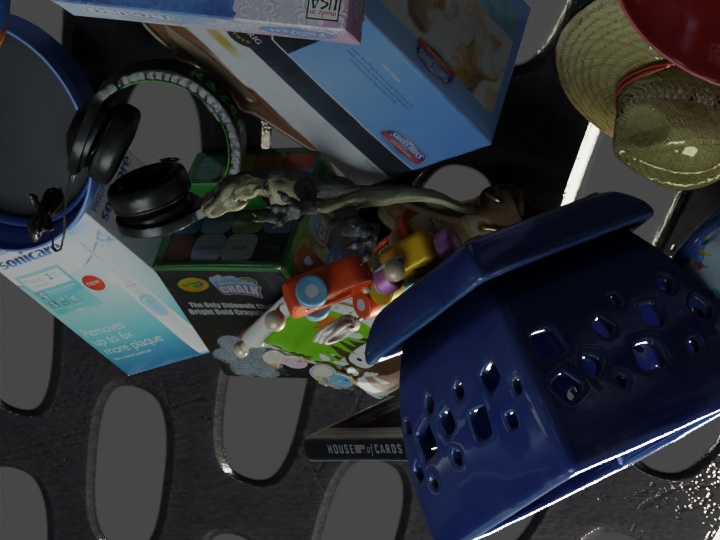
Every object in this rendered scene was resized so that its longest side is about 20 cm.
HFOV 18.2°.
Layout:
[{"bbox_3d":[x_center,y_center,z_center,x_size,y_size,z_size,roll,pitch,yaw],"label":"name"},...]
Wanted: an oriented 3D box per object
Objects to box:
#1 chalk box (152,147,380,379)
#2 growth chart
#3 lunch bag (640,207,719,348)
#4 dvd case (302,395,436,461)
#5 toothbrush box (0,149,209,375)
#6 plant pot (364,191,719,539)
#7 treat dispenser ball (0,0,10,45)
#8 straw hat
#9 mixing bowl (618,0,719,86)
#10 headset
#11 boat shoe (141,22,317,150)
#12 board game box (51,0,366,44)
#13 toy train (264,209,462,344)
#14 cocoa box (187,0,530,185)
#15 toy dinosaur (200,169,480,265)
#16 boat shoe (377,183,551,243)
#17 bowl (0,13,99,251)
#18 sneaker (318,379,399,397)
[{"bbox_3d":[-0.079,-0.019,1.823,0.124,0.125,0.200,1,142,25],"label":"chalk box"},{"bbox_3d":[0.010,0.059,1.781,0.199,0.018,0.145,16,142,-17],"label":"growth chart"},{"bbox_3d":[0.292,0.007,1.662,0.083,0.160,0.200,50,156,21],"label":"lunch bag"},{"bbox_3d":[0.071,0.118,1.891,0.150,0.199,0.025,-6,103,47],"label":"dvd case"},{"bbox_3d":[-0.206,-0.010,1.928,0.146,0.086,0.200,-15,133,39],"label":"toothbrush box"},{"bbox_3d":[0.132,0.064,1.589,0.181,0.199,0.200,63,145,9],"label":"plant pot"},{"bbox_3d":[-0.351,-0.200,1.611,0.199,0.202,0.201,12,147,8],"label":"treat dispenser ball"},{"bbox_3d":[0.227,-0.105,1.586,0.199,0.086,0.202,12,147,8],"label":"straw hat"},{"bbox_3d":[0.263,-0.211,1.394,0.198,0.109,0.201,12,146,8],"label":"mixing bowl"},{"bbox_3d":[-0.174,-0.082,1.689,0.199,0.094,0.124,-33,107,21],"label":"headset"},{"bbox_3d":[-0.090,-0.162,1.671,0.200,0.076,0.072,45,143,-21],"label":"boat shoe"},{"bbox_3d":[-0.083,-0.253,1.417,0.198,0.201,0.043,7,176,15],"label":"board game box"},{"bbox_3d":[0.000,0.000,1.627,0.149,0.056,0.200,-23,171,1],"label":"toy train"},{"bbox_3d":[0.000,-0.177,1.543,0.131,0.134,0.200,-16,134,41],"label":"cocoa box"},{"bbox_3d":[-0.019,-0.044,1.561,0.198,0.088,0.048,6,112,7],"label":"toy dinosaur"},{"bbox_3d":[0.113,-0.038,1.767,0.198,0.071,0.065,16,112,6],"label":"boat shoe"},{"bbox_3d":[-0.291,-0.113,1.787,0.199,0.039,0.202,12,120,21],"label":"bowl"},{"bbox_3d":[0.016,0.061,1.941,0.199,0.080,0.077,20,118,31],"label":"sneaker"}]
